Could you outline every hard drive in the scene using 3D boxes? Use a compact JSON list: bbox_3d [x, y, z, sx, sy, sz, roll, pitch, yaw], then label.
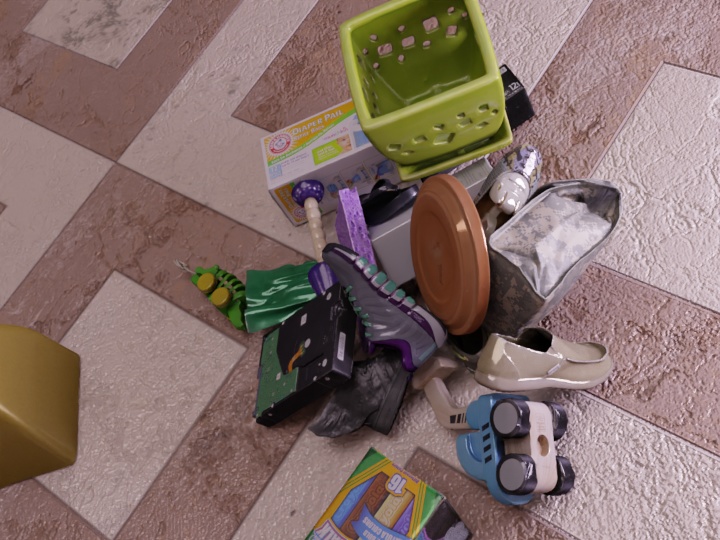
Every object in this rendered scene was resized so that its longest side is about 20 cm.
[{"bbox_3d":[-0.075,0.116,1.475,0.199,0.037,0.142,-35,39,42],"label":"hard drive"}]

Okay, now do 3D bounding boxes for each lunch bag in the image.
[{"bbox_3d":[0.232,-0.023,1.372,0.199,0.165,0.118,-39,78,-25],"label":"lunch bag"}]

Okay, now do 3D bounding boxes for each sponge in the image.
[{"bbox_3d":[0.000,0.000,1.497,0.029,0.112,0.203,-10,70,-10],"label":"sponge"}]

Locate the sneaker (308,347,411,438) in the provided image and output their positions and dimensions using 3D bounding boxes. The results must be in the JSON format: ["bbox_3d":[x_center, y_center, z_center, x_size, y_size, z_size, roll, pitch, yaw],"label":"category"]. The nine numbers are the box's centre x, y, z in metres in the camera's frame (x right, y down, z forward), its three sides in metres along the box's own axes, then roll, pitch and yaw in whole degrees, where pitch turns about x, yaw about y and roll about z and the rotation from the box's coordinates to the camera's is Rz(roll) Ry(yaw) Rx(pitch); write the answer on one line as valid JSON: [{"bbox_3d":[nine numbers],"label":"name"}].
[{"bbox_3d":[0.014,0.137,1.434,0.103,0.060,0.203,20,87,8],"label":"sneaker"}]

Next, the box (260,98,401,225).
[{"bbox_3d":[-0.043,-0.171,1.667,0.197,0.102,0.114,-22,52,11],"label":"box"}]

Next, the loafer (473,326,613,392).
[{"bbox_3d":[0.229,0.104,1.315,0.075,0.197,0.070,29,118,55],"label":"loafer"}]

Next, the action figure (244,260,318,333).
[{"bbox_3d":[-0.070,0.028,1.582,0.197,0.055,0.120,-14,53,9],"label":"action figure"}]

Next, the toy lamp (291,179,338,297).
[{"bbox_3d":[-0.060,-0.039,1.560,0.057,0.058,0.202,-24,54,10],"label":"toy lamp"}]

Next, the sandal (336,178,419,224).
[{"bbox_3d":[0.015,-0.101,1.564,0.076,0.043,0.199,-37,15,-26],"label":"sandal"}]

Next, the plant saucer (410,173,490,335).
[{"bbox_3d":[0.106,-0.018,1.363,0.032,0.202,0.202,-10,49,-17],"label":"plant saucer"}]

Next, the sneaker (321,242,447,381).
[{"bbox_3d":[0.013,0.050,1.383,0.199,0.075,0.088,38,81,12],"label":"sneaker"}]

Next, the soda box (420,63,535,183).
[{"bbox_3d":[0.157,-0.215,1.618,0.198,0.071,0.064,-33,52,3],"label":"soda box"}]

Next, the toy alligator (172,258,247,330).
[{"bbox_3d":[-0.218,0.019,1.655,0.054,0.059,0.200,-44,51,-7],"label":"toy alligator"}]

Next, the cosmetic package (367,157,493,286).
[{"bbox_3d":[0.111,-0.068,1.512,0.198,0.082,0.113,-29,15,9],"label":"cosmetic package"}]

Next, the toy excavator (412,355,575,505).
[{"bbox_3d":[0.149,0.192,1.340,0.198,0.099,0.198,-17,71,43],"label":"toy excavator"}]

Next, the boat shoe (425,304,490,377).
[{"bbox_3d":[0.131,0.055,1.462,0.071,0.060,0.203,-31,51,5],"label":"boat shoe"}]

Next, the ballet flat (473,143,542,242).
[{"bbox_3d":[0.176,-0.073,1.421,0.201,0.072,0.072,-53,50,12],"label":"ballet flat"}]

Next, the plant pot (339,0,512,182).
[{"bbox_3d":[0.101,-0.252,1.507,0.197,0.182,0.202,-19,57,12],"label":"plant pot"}]

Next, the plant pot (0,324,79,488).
[{"bbox_3d":[-0.559,0.190,1.621,0.193,0.200,0.197,-19,53,14],"label":"plant pot"}]

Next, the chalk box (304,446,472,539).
[{"bbox_3d":[0.017,0.342,1.291,0.123,0.125,0.201,29,74,36],"label":"chalk box"}]
